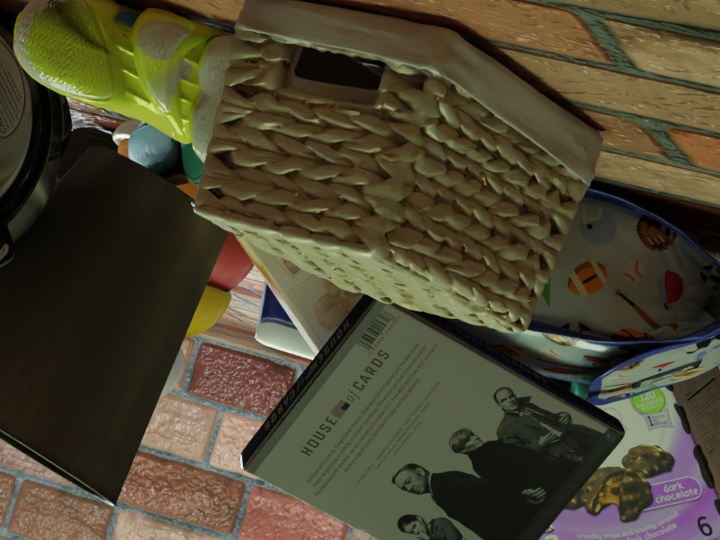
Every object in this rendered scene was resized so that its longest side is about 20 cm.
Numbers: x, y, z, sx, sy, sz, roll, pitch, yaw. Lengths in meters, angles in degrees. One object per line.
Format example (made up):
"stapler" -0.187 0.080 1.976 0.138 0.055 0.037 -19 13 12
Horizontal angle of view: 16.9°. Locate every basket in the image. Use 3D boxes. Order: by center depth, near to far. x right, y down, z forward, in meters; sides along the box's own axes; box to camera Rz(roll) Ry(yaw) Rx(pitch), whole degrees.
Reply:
"basket" 0.021 -0.052 1.289 0.135 0.124 0.200 14 174 32
"basket" -0.188 0.029 1.639 0.180 0.200 0.136 32 170 1

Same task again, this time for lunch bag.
"lunch bag" 0.148 0.018 1.563 0.200 0.124 0.170 13 171 7

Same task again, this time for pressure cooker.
"pressure cooker" -0.276 -0.086 1.521 0.176 0.179 0.200 20 174 -2

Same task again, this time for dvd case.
"dvd case" 0.046 0.111 1.534 0.200 0.150 0.025 30 -161 -22

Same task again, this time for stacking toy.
"stacking toy" -0.136 -0.002 1.776 0.146 0.200 0.146 16 173 2

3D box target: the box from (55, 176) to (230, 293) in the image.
"box" -0.204 -0.035 1.933 0.200 0.035 0.110 27 -178 25

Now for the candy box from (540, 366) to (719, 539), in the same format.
"candy box" 0.183 0.113 1.751 0.168 0.200 0.072 -19 -172 40

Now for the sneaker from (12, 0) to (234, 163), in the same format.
"sneaker" -0.101 -0.111 1.395 0.200 0.076 0.105 25 -175 -8

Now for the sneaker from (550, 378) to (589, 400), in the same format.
"sneaker" 0.070 0.107 1.672 0.078 0.200 0.080 61 -178 0

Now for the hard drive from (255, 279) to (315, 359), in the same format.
"hard drive" -0.008 0.012 1.858 0.132 0.025 0.200 17 -151 -7

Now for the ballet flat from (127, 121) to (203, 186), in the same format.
"ballet flat" -0.099 -0.088 1.614 0.069 0.070 0.200 19 175 -21

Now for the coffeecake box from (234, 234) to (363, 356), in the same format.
"coffeecake box" -0.012 0.017 1.605 0.200 0.073 0.154 56 177 -14

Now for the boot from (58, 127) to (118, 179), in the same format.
"boot" -0.136 -0.060 1.940 0.200 0.070 0.132 26 180 22
